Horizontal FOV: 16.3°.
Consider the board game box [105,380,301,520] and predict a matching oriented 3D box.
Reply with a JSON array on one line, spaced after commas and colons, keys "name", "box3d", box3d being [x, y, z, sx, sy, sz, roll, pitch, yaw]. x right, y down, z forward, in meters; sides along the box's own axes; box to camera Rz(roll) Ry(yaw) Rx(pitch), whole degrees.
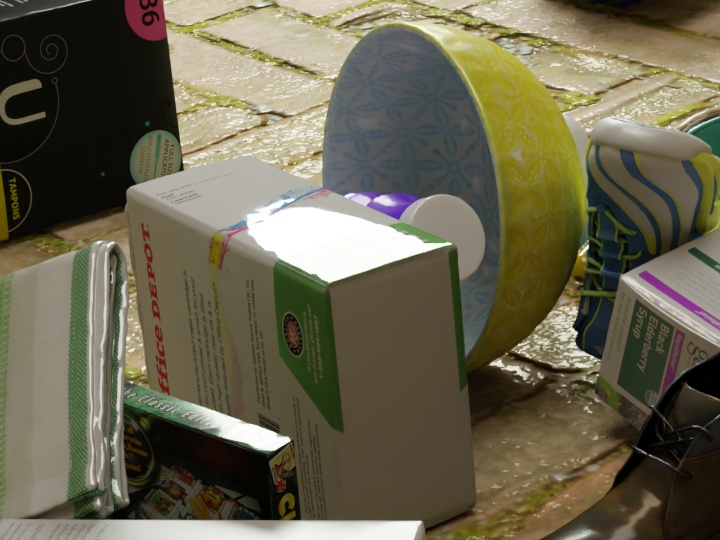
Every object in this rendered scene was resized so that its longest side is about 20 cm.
[{"name": "board game box", "box3d": [-0.103, 0.106, 1.202, 0.199, 0.106, 0.023, 16, 32, 41]}]

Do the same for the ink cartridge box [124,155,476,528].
[{"name": "ink cartridge box", "box3d": [-0.033, 0.037, 1.298, 0.083, 0.146, 0.200, -18, 25, -29]}]

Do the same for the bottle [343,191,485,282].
[{"name": "bottle", "box3d": [0.000, 0.000, 1.375, 0.065, 0.084, 0.200, -24, 1, -29]}]

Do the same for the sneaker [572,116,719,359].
[{"name": "sneaker", "box3d": [0.152, -0.007, 1.352, 0.075, 0.106, 0.200, 12, -14, 17]}]

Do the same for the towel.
[{"name": "towel", "box3d": [-0.193, 0.080, 1.211, 0.199, 0.031, 0.150, -23, 50, 27]}]

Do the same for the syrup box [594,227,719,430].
[{"name": "syrup box", "box3d": [0.222, 0.021, 1.343, 0.199, 0.079, 0.081, -23, 46, -37]}]

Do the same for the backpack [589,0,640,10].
[{"name": "backpack", "box3d": [0.196, -0.305, 2.051, 0.199, 0.183, 0.135, -2, 35, 48]}]

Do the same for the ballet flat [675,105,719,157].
[{"name": "ballet flat", "box3d": [0.277, -0.079, 1.628, 0.198, 0.069, 0.063, -3, 11, -20]}]

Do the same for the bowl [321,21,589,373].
[{"name": "bowl", "box3d": [0.070, -0.044, 1.418, 0.107, 0.202, 0.200, -9, 21, -29]}]

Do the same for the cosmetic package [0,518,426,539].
[{"name": "cosmetic package", "box3d": [-0.072, 0.165, 1.076, 0.198, 0.086, 0.108, 1, 23, 14]}]

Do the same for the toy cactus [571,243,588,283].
[{"name": "toy cactus", "box3d": [0.126, -0.053, 1.574, 0.164, 0.103, 0.199, -8, 11, -33]}]

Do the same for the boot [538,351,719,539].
[{"name": "boot", "box3d": [0.134, 0.097, 1.176, 0.199, 0.098, 0.075, -18, 25, -28]}]

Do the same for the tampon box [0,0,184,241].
[{"name": "tampon box", "box3d": [-0.239, -0.114, 1.712, 0.199, 0.151, 0.126, -19, 25, -29]}]
